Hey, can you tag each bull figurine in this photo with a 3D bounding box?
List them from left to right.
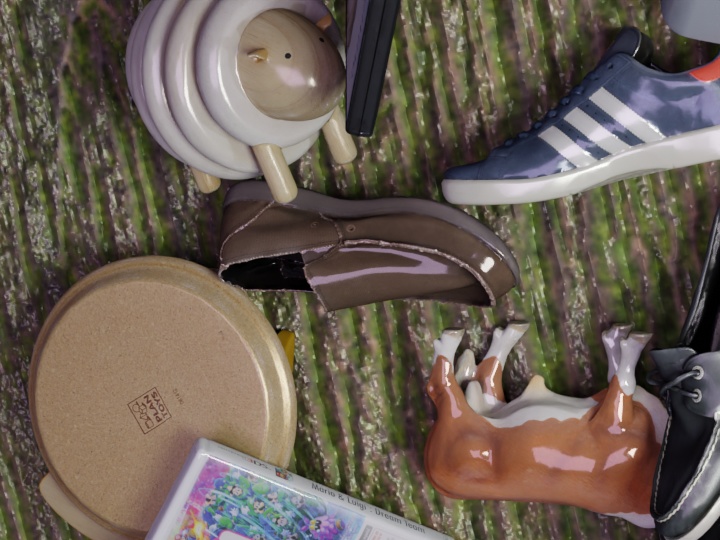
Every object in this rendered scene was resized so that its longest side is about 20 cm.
[{"bbox_3d":[0.129,0.094,1.129,0.198,0.065,0.123,0,96,18],"label":"bull figurine"}]

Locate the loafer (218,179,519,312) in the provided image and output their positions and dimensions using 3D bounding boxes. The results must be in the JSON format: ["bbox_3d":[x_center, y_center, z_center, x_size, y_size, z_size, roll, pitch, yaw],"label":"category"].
[{"bbox_3d":[0.000,0.000,1.144,0.198,0.073,0.072,8,60,27],"label":"loafer"}]

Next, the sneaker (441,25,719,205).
[{"bbox_3d":[0.137,-0.091,1.091,0.198,0.075,0.085,-13,91,15],"label":"sneaker"}]

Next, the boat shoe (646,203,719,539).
[{"bbox_3d":[0.191,0.049,1.049,0.066,0.074,0.201,28,80,-17],"label":"boat shoe"}]

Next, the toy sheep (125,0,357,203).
[{"bbox_3d":[-0.075,-0.115,1.128,0.199,0.137,0.140,6,104,52],"label":"toy sheep"}]

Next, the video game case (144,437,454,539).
[{"bbox_3d":[-0.062,0.220,1.200,0.181,0.024,0.201,23,109,-16],"label":"video game case"}]

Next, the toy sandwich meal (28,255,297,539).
[{"bbox_3d":[-0.122,0.088,1.221,0.203,0.070,0.208,3,99,17],"label":"toy sandwich meal"}]

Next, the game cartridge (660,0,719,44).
[{"bbox_3d":[0.260,-0.151,0.988,0.197,0.133,0.042,4,69,3],"label":"game cartridge"}]

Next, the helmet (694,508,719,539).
[{"bbox_3d":[0.260,0.189,1.031,0.199,0.191,0.201,25,143,21],"label":"helmet"}]

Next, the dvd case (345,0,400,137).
[{"bbox_3d":[0.010,-0.181,1.038,0.017,0.201,0.144,8,121,-6],"label":"dvd case"}]
